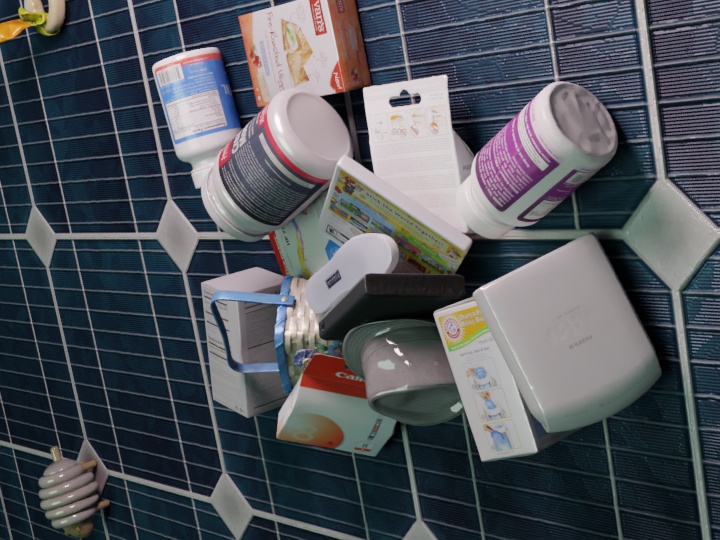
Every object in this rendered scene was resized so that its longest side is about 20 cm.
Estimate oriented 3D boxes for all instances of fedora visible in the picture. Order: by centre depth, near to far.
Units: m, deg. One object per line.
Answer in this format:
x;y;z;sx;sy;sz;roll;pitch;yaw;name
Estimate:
0.073;0.145;1.590;0.178;0.197;0.091;94;178;-51;fedora

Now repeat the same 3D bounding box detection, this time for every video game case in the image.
0.040;-0.048;1.585;0.199;0.023;0.182;34;153;6;video game case

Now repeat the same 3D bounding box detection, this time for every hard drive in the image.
0.038;0.051;1.596;0.200;0.138;0.033;135;132;-63;hard drive

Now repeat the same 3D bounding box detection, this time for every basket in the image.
-0.110;0.092;1.749;0.198;0.140;0.177;3;142;12;basket

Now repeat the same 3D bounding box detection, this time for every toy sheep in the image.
-0.607;0.463;2.507;0.137;0.137;0.202;-24;87;49;toy sheep

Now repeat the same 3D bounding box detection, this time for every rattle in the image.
-0.596;-0.511;2.126;0.131;0.141;0.201;68;149;32;rattle

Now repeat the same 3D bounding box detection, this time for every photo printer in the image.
0.247;0.079;1.405;0.069;0.165;0.202;88;156;-82;photo printer

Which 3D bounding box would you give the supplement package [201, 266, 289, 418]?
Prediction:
-0.171;0.111;1.904;0.109;0.113;0.202;17;116;49;supplement package

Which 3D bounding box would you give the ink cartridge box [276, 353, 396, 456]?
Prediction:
-0.019;0.197;1.725;0.200;0.160;0.051;122;156;-55;ink cartridge box

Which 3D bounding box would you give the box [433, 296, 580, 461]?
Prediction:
0.189;0.123;1.515;0.101;0.112;0.202;-19;90;48;box

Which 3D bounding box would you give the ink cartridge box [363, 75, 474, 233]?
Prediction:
0.084;-0.148;1.574;0.161;0.050;0.202;1;100;48;ink cartridge box

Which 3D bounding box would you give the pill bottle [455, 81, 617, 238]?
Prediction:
0.200;-0.122;1.412;0.200;0.112;0.113;-43;73;46;pill bottle

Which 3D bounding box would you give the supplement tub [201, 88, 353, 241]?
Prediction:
-0.117;-0.143;1.665;0.200;0.140;0.141;-38;76;37;supplement tub

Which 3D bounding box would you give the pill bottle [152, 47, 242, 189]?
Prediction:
-0.244;-0.234;1.859;0.112;0.112;0.202;-9;98;49;pill bottle

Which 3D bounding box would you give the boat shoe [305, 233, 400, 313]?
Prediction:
0.000;0.000;1.613;0.199;0.065;0.074;-28;75;51;boat shoe

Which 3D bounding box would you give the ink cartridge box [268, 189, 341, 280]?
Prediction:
-0.069;-0.042;1.772;0.199;0.067;0.117;-22;87;50;ink cartridge box

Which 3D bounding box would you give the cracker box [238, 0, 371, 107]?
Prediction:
-0.081;-0.311;1.691;0.199;0.057;0.136;-2;104;47;cracker box
